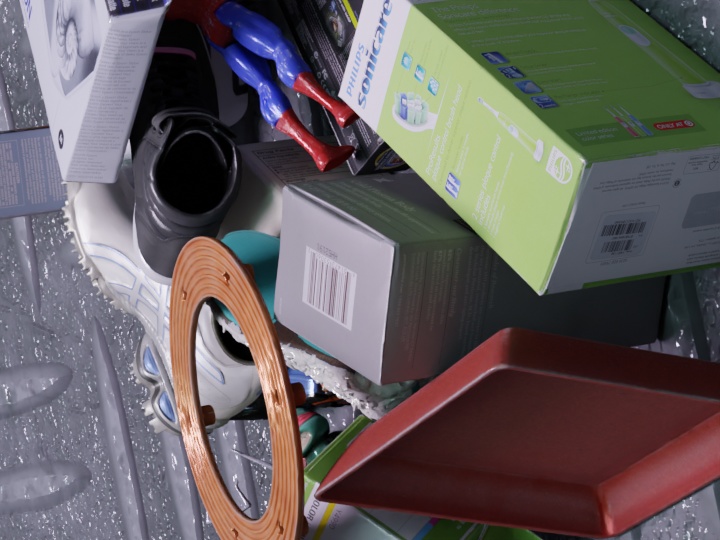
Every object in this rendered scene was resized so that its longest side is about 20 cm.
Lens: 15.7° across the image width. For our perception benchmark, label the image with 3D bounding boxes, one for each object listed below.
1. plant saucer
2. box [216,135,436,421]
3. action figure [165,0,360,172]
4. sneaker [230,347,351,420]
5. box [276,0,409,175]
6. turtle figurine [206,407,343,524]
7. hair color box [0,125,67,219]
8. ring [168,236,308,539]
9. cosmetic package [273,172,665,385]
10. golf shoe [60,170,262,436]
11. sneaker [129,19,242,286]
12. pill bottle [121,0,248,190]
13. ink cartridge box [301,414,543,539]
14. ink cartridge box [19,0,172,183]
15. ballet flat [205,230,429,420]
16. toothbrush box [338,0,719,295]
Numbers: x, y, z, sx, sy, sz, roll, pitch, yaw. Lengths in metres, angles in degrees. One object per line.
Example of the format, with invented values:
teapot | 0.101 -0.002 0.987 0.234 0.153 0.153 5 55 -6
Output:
plant saucer | 0.105 0.086 1.390 0.200 0.199 0.037 -39 48 52
box | 0.000 0.000 1.604 0.200 0.095 0.078 46 133 42
action figure | -0.062 -0.154 1.620 0.200 0.099 0.065 41 130 15
sneaker | -0.058 0.057 1.731 0.200 0.075 0.079 -14 77 48
box | 0.011 -0.183 1.592 0.160 0.044 0.200 -49 58 47
turtle figurine | -0.015 0.156 1.654 0.200 0.101 0.150 53 151 14
hair color box | -0.222 -0.071 1.814 0.099 0.200 0.061 0 98 55
ring | -0.068 0.078 1.489 0.200 0.019 0.201 169 90 -68
cosmetic package | 0.063 -0.003 1.419 0.107 0.200 0.090 28 120 47
golf shoe | -0.119 0.004 1.688 0.097 0.078 0.200 -28 86 25
sneaker | -0.110 -0.099 1.620 0.099 0.071 0.201 134 134 -64
pill bottle | -0.132 -0.152 1.745 0.111 0.111 0.201 12 106 54
ink cartridge box | 0.041 0.203 1.528 0.200 0.076 0.148 33 129 13
ink cartridge box | -0.164 -0.191 1.607 0.200 0.040 0.200 114 148 -44
ballet flat | -0.026 0.040 1.517 0.200 0.072 0.072 34 123 50
toothbrush box | 0.106 -0.083 1.385 0.200 0.145 0.086 47 133 39
